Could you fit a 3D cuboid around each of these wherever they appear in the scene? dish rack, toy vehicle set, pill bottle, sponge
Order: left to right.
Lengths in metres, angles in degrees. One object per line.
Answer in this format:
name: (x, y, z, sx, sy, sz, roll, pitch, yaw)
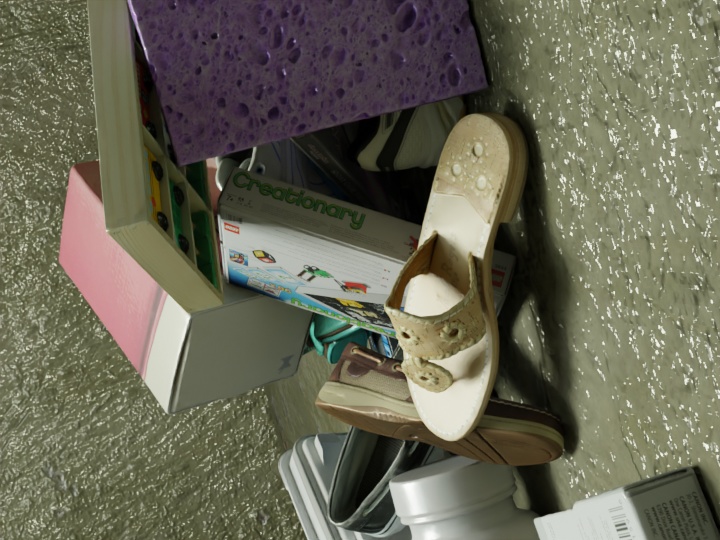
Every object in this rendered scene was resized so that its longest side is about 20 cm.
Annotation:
toy vehicle set: (-0.131, -0.087, 0.749, 0.124, 0.026, 0.200, 59, -162, -63)
sponge: (-0.032, -0.141, 0.719, 0.030, 0.200, 0.112, -144, 39, -80)
dish rack: (0.033, 0.200, 1.016, 0.200, 0.171, 0.044, -121, 38, -52)
pill bottle: (0.092, 0.238, 0.857, 0.120, 0.119, 0.200, 147, 107, -79)

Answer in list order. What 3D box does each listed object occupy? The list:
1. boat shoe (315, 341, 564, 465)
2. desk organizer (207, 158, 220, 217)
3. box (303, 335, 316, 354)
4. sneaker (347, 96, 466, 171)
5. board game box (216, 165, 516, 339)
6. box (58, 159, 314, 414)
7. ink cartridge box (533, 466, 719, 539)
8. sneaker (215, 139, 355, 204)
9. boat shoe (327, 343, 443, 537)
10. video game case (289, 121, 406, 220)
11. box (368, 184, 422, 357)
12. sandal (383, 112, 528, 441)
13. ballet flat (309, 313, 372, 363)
boat shoe: (0.058, 0.084, 0.823, 0.200, 0.072, 0.072, 5, 155, 43)
desk organizer: (-0.077, -0.137, 0.941, 0.072, 0.200, 0.077, 13, 145, 32)
box: (-0.038, 0.047, 1.115, 0.200, 0.041, 0.039, -24, -82, -57)
sneaker: (0.010, -0.162, 0.779, 0.076, 0.088, 0.200, -157, 53, -77)
board game box: (0.000, 0.000, 0.823, 0.126, 0.200, 0.035, 100, -171, -65)
box: (-0.144, 0.001, 0.964, 0.200, 0.128, 0.109, 46, 135, 33)
ink cartridge box: (0.169, 0.218, 0.645, 0.174, 0.044, 0.200, 111, 141, -73)
sneaker: (-0.062, -0.064, 0.860, 0.075, 0.087, 0.200, 6, 130, 47)
boat shoe: (0.031, 0.116, 0.910, 0.072, 0.071, 0.200, 20, 96, 39)
video game case: (-0.015, -0.122, 0.854, 0.200, 0.019, 0.143, 42, -144, -61)
box: (0.036, 0.037, 1.037, 0.159, 0.046, 0.200, 145, 109, -78)
sandal: (0.042, 0.009, 0.710, 0.078, 0.070, 0.212, 26, 114, 40)
ballet flat: (-0.017, 0.030, 0.986, 0.200, 0.067, 0.070, 119, 128, -75)
